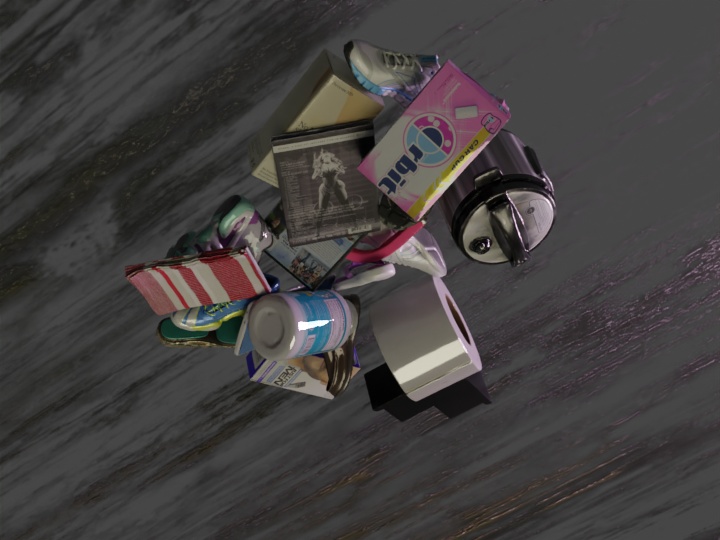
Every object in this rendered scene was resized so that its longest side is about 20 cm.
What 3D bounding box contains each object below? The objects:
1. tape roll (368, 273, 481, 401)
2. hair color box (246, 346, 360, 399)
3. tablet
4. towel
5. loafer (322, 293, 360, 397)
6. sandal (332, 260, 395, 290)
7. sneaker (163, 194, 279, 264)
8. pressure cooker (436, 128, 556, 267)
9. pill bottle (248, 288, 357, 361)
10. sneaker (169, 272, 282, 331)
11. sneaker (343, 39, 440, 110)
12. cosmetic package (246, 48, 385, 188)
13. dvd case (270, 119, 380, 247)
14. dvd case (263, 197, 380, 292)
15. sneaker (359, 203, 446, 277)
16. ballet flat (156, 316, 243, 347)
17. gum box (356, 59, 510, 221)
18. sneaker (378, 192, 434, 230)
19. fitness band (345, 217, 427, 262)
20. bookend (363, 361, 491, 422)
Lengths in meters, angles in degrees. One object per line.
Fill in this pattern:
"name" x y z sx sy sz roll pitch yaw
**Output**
"tape roll" 0.122 0.122 1.482 0.138 0.204 0.203 -28 137 11
"hair color box" -0.112 0.182 1.570 0.199 0.065 0.109 18 126 -35
"tablet" -0.133 0.076 1.420 0.199 0.014 0.131 -20 144 -43
"towel" -0.256 0.020 1.270 0.198 0.023 0.144 -10 149 6
"loafer" -0.048 0.139 1.505 0.070 0.073 0.202 7 97 -8
"sandal" 0.007 -0.002 1.377 0.082 0.050 0.202 -14 179 -24
"sneaker" -0.219 -0.016 1.294 0.199 0.078 0.140 -34 121 19
"pressure cooker" 0.215 -0.106 1.271 0.174 0.201 0.179 9 131 -25
"pill bottle" -0.090 0.089 1.364 0.111 0.111 0.199 -45 157 28
"sneaker" -0.227 0.041 1.368 0.198 0.076 0.105 -11 148 -24
"sneaker" 0.062 -0.284 1.120 0.199 0.076 0.086 17 141 -42
"cosmetic package" -0.068 -0.209 1.163 0.105 0.071 0.200 22 125 -34
"dvd case" -0.047 -0.126 1.185 0.147 0.016 0.201 -11 134 -5
"dvd case" -0.072 -0.073 1.294 0.142 0.018 0.200 40 118 -8
"sneaker" 0.075 -0.043 1.397 0.080 0.071 0.200 -35 128 26
"ballet flat" -0.270 0.114 1.454 0.198 0.069 0.075 -1 158 -10
"gum box" 0.103 -0.183 1.098 0.113 0.066 0.200 40 108 -6
"sneaker" 0.094 -0.148 1.204 0.075 0.079 0.201 29 121 -7
"fitness band" 0.025 -0.099 1.288 0.144 0.037 0.200 44 115 -11
"bookend" 0.147 0.253 1.709 0.198 0.093 0.200 -31 138 17
